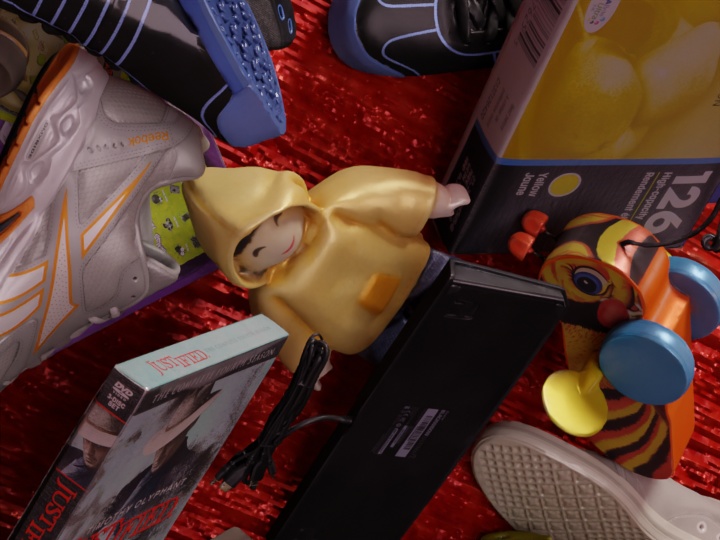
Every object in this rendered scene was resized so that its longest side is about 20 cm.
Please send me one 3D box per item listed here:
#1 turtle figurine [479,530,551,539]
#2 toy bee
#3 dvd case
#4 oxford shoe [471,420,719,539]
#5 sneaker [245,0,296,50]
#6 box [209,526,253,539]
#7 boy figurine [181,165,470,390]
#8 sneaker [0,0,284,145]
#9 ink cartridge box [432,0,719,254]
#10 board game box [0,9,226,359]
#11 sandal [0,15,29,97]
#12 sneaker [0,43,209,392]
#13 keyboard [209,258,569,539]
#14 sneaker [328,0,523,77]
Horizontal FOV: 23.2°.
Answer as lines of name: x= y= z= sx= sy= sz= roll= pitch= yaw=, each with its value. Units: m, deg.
turtle figurine: x=0.079 y=0.225 z=0.943 sx=0.199 sy=0.064 sz=0.162 roll=-9 pitch=97 yaw=-14
toy bee: x=0.129 y=0.011 z=0.881 sx=0.131 sy=0.108 sz=0.201 roll=-37 pitch=143 yaw=-57
dvd case: x=-0.114 y=0.113 z=0.770 sx=0.022 sy=0.146 sz=0.200 roll=35 pitch=107 yaw=13
oxford shoe: x=0.145 y=0.130 z=0.965 sx=0.199 sy=0.075 sz=0.058 roll=29 pitch=50 yaw=-18
sneaker: x=-0.045 y=-0.166 z=0.816 sx=0.200 sy=0.073 sz=0.112 roll=-40 pitch=118 yaw=-24
box: x=-0.039 y=0.199 z=0.808 sx=0.078 sy=0.200 sz=0.095 roll=-29 pitch=110 yaw=-17
boy figurine: x=0.000 y=0.000 z=0.845 sx=0.124 sy=0.064 sz=0.200 roll=-47 pitch=130 yaw=11
sneaker: x=-0.106 y=-0.121 z=0.706 sx=0.078 sy=0.070 sz=0.200 roll=-25 pitch=122 yaw=15
ink cartridge box: x=0.156 y=-0.087 z=0.879 sx=0.199 sy=0.047 sz=0.198 roll=-1 pitch=138 yaw=-23
board game box: x=-0.138 y=-0.074 z=0.815 sx=0.120 sy=0.032 sz=0.201 roll=-28 pitch=108 yaw=-22
sandal: x=-0.229 y=-0.080 z=0.708 sx=0.199 sy=0.082 sz=0.055 roll=6 pitch=74 yaw=-37
sneaker: x=-0.132 y=0.008 z=0.770 sx=0.092 sy=0.076 sz=0.201 roll=24 pitch=104 yaw=-15
keyboard: x=0.004 y=0.070 z=0.851 sx=0.127 sy=0.021 sz=0.200 roll=10 pitch=128 yaw=-31
sneaker: x=0.085 y=-0.139 z=0.878 sx=0.199 sy=0.078 sz=0.070 roll=-16 pitch=105 yaw=-22
